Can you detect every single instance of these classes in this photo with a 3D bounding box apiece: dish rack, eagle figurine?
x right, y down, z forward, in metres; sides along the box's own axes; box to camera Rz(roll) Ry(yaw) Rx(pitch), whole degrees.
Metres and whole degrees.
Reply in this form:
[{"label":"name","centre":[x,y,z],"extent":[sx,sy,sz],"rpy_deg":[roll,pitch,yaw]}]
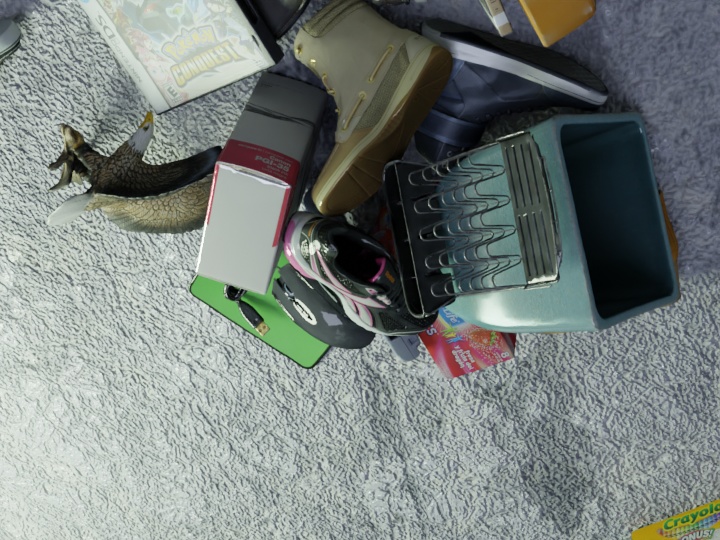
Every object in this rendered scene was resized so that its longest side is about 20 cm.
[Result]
[{"label":"dish rack","centre":[0.104,-0.043,1.009],"extent":[0.199,0.054,0.156],"rpy_deg":[-12,91,57]},{"label":"eagle figurine","centre":[-0.248,-0.104,1.230],"extent":[0.197,0.152,0.153],"rpy_deg":[24,120,0]}]

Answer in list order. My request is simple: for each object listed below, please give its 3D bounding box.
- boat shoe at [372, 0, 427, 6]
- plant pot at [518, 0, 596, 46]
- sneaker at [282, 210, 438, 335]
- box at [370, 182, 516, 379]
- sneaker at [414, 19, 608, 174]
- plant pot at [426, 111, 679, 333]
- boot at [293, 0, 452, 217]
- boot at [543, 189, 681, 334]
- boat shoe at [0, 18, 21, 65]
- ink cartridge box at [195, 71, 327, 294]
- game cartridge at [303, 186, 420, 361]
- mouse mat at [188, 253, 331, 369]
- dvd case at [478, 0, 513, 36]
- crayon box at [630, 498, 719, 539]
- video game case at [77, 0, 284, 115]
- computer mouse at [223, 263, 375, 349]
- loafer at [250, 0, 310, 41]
[{"label":"boat shoe","centre":[0.020,-0.348,1.031],"extent":[0.059,0.072,0.204],"rpy_deg":[-6,125,14]},{"label":"plant pot","centre":[0.190,-0.331,0.937],"extent":[0.181,0.201,0.201],"rpy_deg":[-30,114,14]},{"label":"sneaker","centre":[0.012,0.011,1.115],"extent":[0.198,0.082,0.086],"rpy_deg":[30,167,-32]},{"label":"box","centre":[0.099,0.011,1.244],"extent":[0.094,0.100,0.201],"rpy_deg":[-21,117,25]},{"label":"sneaker","centre":[0.144,-0.160,1.118],"extent":[0.199,0.077,0.148],"rpy_deg":[20,117,13]},{"label":"plant pot","centre":[0.181,-0.039,1.108],"extent":[0.198,0.194,0.200],"rpy_deg":[-12,90,41]},{"label":"boot","centre":[-0.018,-0.171,1.096],"extent":[0.155,0.073,0.202],"rpy_deg":[39,99,28]},{"label":"boot","centre":[0.254,-0.015,1.213],"extent":[0.198,0.071,0.146],"rpy_deg":[-14,114,19]},{"label":"boat shoe","centre":[-0.452,-0.228,1.250],"extent":[0.198,0.069,0.057],"rpy_deg":[-19,126,32]},{"label":"ink cartridge box","centre":[-0.103,-0.098,1.160],"extent":[0.081,0.201,0.148],"rpy_deg":[16,128,0]},{"label":"game cartridge","centre":[0.000,0.000,1.243],"extent":[0.040,0.134,0.201],"rpy_deg":[-30,118,5]},{"label":"mouse mat","centre":[-0.107,0.029,1.371],"extent":[0.198,0.008,0.161],"rpy_deg":[33,126,-10]},{"label":"dvd case","centre":[0.082,-0.323,0.986],"extent":[0.016,0.149,0.202],"rpy_deg":[-25,117,9]},{"label":"crayon box","centre":[0.446,0.367,1.390],"extent":[0.198,0.120,0.058],"rpy_deg":[-31,113,30]},{"label":"video game case","centre":[-0.201,-0.269,1.145],"extent":[0.198,0.026,0.182],"rpy_deg":[-12,121,40]},{"label":"computer mouse","centre":[-0.085,0.051,1.328],"extent":[0.199,0.046,0.141],"rpy_deg":[40,126,0]},{"label":"loafer","centre":[-0.074,-0.305,1.086],"extent":[0.072,0.073,0.201],"rpy_deg":[26,128,-6]}]
